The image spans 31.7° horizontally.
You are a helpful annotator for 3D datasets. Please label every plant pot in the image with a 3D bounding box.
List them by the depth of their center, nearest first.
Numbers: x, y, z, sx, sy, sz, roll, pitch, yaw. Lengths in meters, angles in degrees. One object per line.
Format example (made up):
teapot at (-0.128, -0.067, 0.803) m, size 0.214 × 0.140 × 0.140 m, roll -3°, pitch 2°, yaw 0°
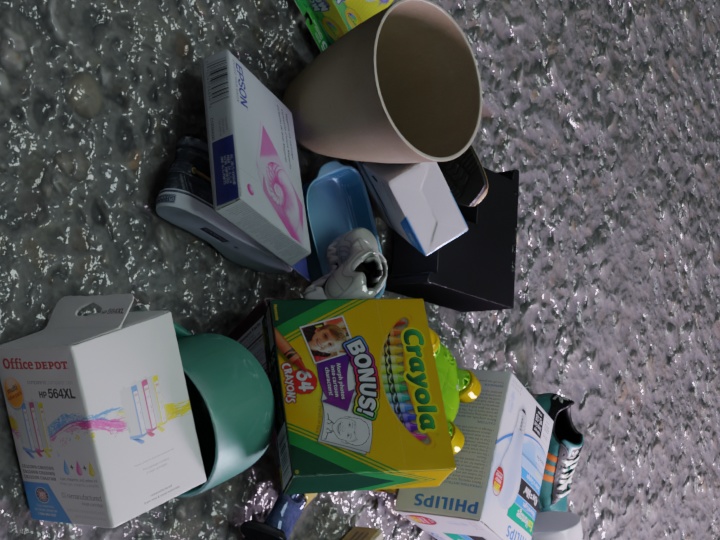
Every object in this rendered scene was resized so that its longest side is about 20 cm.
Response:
plant pot at (0.008, -0.204, 1.491) m, size 0.187 × 0.200 × 0.188 m, roll 9°, pitch 77°, yaw -45°

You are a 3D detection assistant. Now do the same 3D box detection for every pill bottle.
pill bottle at (0.291, 0.466, 1.870) m, size 0.113 × 0.113 × 0.200 m, roll -17°, pitch 101°, yaw -50°

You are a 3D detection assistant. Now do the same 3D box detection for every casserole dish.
casserole dish at (-0.029, -0.036, 1.569) m, size 0.121 × 0.039 × 0.200 m, roll -28°, pitch 109°, yaw -48°

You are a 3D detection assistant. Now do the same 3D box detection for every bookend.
bookend at (0.120, -0.058, 1.713) m, size 0.200 × 0.092 × 0.199 m, roll 16°, pitch 74°, yaw -48°

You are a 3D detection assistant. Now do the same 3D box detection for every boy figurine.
boy figurine at (-0.071, 0.230, 1.466) m, size 0.124 × 0.064 × 0.200 m, roll 88°, pitch 22°, yaw -56°

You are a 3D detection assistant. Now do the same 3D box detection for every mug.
mug at (-0.164, 0.126, 1.299) m, size 0.114 × 0.152 × 0.185 m, roll -19°, pitch 103°, yaw -49°

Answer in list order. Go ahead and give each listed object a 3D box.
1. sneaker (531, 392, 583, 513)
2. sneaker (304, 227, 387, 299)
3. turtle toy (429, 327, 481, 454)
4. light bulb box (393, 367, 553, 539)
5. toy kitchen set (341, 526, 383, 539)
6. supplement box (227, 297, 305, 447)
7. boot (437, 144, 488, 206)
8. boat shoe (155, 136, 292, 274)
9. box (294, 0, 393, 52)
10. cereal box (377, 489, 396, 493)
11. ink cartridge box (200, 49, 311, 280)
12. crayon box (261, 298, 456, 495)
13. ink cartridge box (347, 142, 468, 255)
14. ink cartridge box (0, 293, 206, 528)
sneaker at (0.297, 0.285, 1.914) m, size 0.071 × 0.080 × 0.200 m, roll -17°, pitch 101°, yaw -50°
sneaker at (0.000, 0.000, 1.473) m, size 0.075 × 0.081 × 0.200 m, roll 49°, pitch 25°, yaw -14°
turtle toy at (0.058, 0.166, 1.547) m, size 0.146 × 0.101 × 0.200 m, roll 47°, pitch 53°, yaw -38°
light bulb box at (0.155, 0.256, 1.683) m, size 0.198 × 0.125 × 0.200 m, roll 45°, pitch 53°, yaw -54°
toy kitchen set at (0.018, 0.356, 1.470) m, size 0.180 × 0.200 × 0.163 m, roll -39°, pitch 117°, yaw -45°
supplement box at (-0.052, 0.133, 1.419) m, size 0.110 × 0.086 × 0.200 m, roll -1°, pitch 55°, yaw -50°
boot at (0.128, -0.150, 1.668) m, size 0.138 × 0.077 × 0.200 m, roll 17°, pitch 31°, yaw -53°
boat shoe at (-0.137, -0.070, 1.411) m, size 0.200 × 0.071 × 0.091 m, roll 34°, pitch 62°, yaw -44°
box at (-0.014, -0.368, 1.604) m, size 0.200 × 0.048 × 0.117 m, roll -55°, pitch 127°, yaw -36°
cereal box at (0.021, 0.165, 1.615) m, size 0.144 × 0.039 × 0.200 m, roll 41°, pitch 57°, yaw -43°
ink cartridge box at (-0.102, -0.114, 1.405) m, size 0.200 × 0.043 × 0.197 m, roll 37°, pitch 37°, yaw -53°
crayon box at (-0.005, 0.128, 1.326) m, size 0.172 × 0.058 × 0.200 m, roll -1°, pitch 61°, yaw -16°
ink cartridge box at (0.047, -0.109, 1.593) m, size 0.067 × 0.200 × 0.116 m, roll -33°, pitch 119°, yaw -7°
ink cartridge box at (-0.252, 0.126, 1.211) m, size 0.125 × 0.128 × 0.200 m, roll -21°, pitch 103°, yaw -49°
